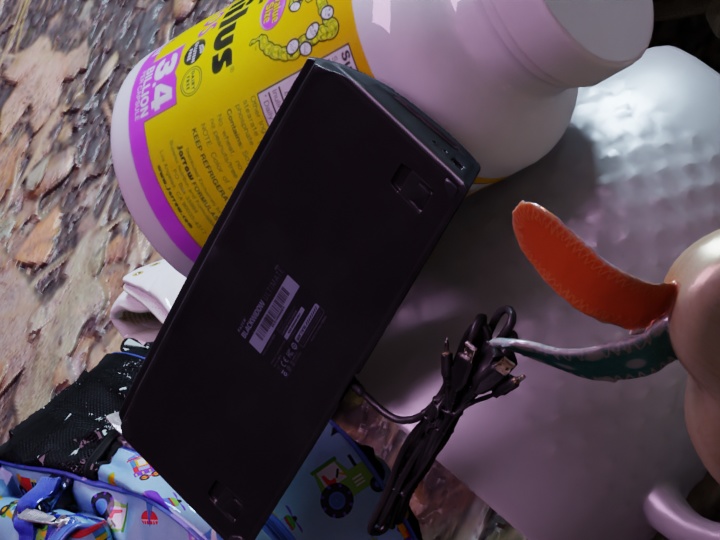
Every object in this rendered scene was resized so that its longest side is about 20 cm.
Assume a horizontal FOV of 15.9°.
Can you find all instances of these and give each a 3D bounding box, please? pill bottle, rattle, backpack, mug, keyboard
[{"bbox_3d":[0.008,-0.069,0.939,0.199,0.104,0.105,-26,46,38],"label":"pill bottle"},{"bbox_3d":[0.148,0.052,0.824,0.130,0.199,0.144,-44,41,37],"label":"rattle"},{"bbox_3d":[-0.055,0.135,1.062,0.134,0.183,0.199,-37,25,-29],"label":"backpack"},{"bbox_3d":[0.109,0.024,0.974,0.200,0.148,0.176,41,90,31],"label":"mug"},{"bbox_3d":[-0.009,0.030,0.917,0.127,0.021,0.200,44,129,16],"label":"keyboard"}]

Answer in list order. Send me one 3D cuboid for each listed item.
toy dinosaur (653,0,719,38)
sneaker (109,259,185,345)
[{"bbox_3d":[0.176,-0.124,1.074,0.199,0.058,0.101,-30,28,30],"label":"toy dinosaur"},{"bbox_3d":[-0.074,-0.011,1.256,0.115,0.074,0.200,-18,33,-12],"label":"sneaker"}]
